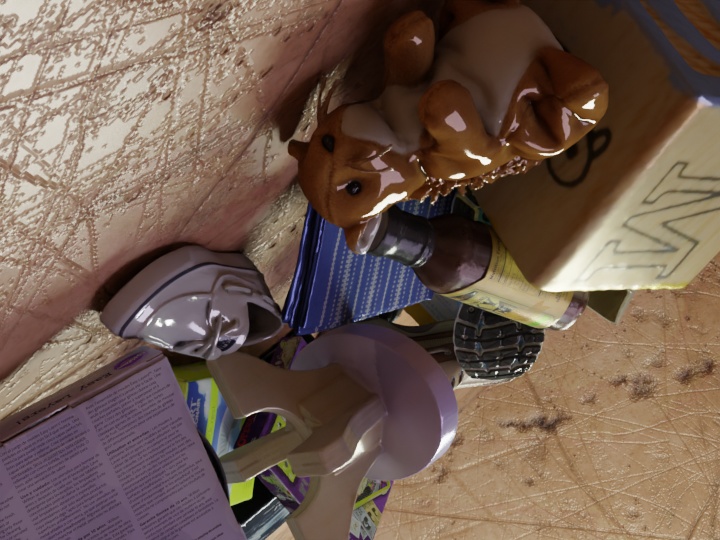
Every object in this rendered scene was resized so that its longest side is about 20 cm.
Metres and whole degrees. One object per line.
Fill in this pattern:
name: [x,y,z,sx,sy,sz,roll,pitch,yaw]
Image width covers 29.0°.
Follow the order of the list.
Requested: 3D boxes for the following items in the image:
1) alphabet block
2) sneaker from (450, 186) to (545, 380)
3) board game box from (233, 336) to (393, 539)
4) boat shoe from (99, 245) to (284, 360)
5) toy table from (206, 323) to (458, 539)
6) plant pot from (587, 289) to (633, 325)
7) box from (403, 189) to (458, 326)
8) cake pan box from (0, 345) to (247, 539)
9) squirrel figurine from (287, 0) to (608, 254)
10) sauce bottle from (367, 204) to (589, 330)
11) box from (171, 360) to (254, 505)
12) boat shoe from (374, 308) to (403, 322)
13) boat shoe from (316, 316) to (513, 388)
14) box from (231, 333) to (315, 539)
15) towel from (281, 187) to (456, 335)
alphabet block: [0.206,-0.119,1.068,0.195,0.196,0.200,1,138,-39]
sneaker: [0.117,0.000,1.187,0.090,0.078,0.201,-80,168,-65]
board game box: [-0.034,0.167,1.247,0.200,0.032,0.120,55,48,-38]
boat shoe: [-0.105,0.027,0.965,0.074,0.065,0.200,-48,167,19]
toy table: [-0.029,0.123,1.070,0.117,0.184,0.200,-30,174,-33]
plant pot: [0.233,-0.087,1.406,0.177,0.199,0.200,-53,168,-6]
box: [0.095,-0.040,1.255,0.200,0.119,0.041,-50,165,30]
cake pan box: [-0.176,0.171,0.905,0.199,0.185,0.052,-30,-160,-22]
squirrel figurine: [0.049,-0.089,0.924,0.186,0.142,0.200,-37,165,0]
sauce bottle: [0.086,-0.006,1.068,0.199,0.065,0.065,19,126,-31]
box: [-0.138,0.139,1.147,0.200,0.047,0.123,-1,99,-72]
boat shoe: [0.000,0.000,1.209,0.060,0.076,0.201,-38,154,-27]
boat shoe: [0.056,0.090,1.238,0.199,0.072,0.076,2,137,-22]
box: [-0.108,0.190,1.377,0.196,0.118,0.200,-37,167,-29]
towel: [0.013,-0.032,1.081,0.200,0.024,0.146,-11,117,-57]
